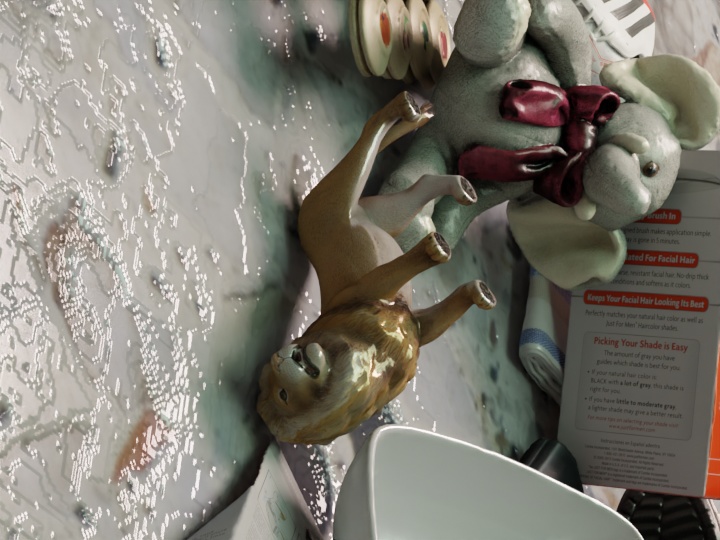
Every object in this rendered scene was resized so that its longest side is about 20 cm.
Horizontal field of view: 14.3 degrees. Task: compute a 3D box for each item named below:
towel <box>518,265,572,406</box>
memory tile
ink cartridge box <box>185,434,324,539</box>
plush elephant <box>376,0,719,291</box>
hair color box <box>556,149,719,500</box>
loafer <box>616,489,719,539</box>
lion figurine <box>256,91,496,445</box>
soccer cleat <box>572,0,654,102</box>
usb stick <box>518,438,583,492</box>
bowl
[{"bbox_3d":[0.143,0.011,1.782,0.147,0.024,0.201,47,39,-41],"label":"towel"},{"bbox_3d":[0.020,-0.181,1.596,0.200,0.017,0.154,-6,91,-76],"label":"memory tile"},{"bbox_3d":[-0.041,0.189,1.368,0.200,0.050,0.162,-76,143,-71],"label":"ink cartridge box"},{"bbox_3d":[0.114,-0.071,1.618,0.165,0.154,0.200,-65,175,15],"label":"plush elephant"},{"bbox_3d":[0.183,0.030,1.680,0.064,0.111,0.201,8,87,-49],"label":"hair color box"},{"bbox_3d":[0.201,0.218,1.747,0.071,0.073,0.201,-2,83,-71],"label":"loafer"},{"bbox_3d":[0.000,0.000,1.474,0.072,0.122,0.200,44,25,-28],"label":"lion figurine"},{"bbox_3d":[0.138,-0.163,1.817,0.200,0.068,0.086,30,47,-58],"label":"soccer cleat"},{"bbox_3d":[0.080,0.156,1.591,0.200,0.032,0.056,-47,124,-58],"label":"usb stick"},{"bbox_3d":[0.065,0.190,1.420,0.199,0.075,0.200,24,39,-32],"label":"bowl"}]
